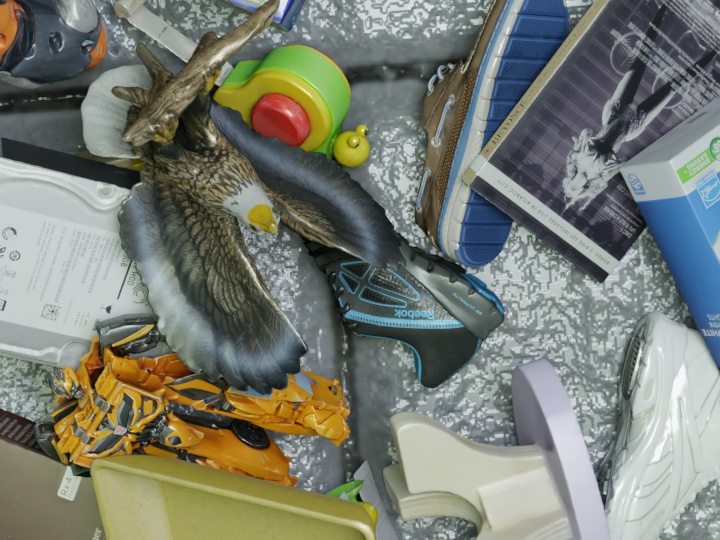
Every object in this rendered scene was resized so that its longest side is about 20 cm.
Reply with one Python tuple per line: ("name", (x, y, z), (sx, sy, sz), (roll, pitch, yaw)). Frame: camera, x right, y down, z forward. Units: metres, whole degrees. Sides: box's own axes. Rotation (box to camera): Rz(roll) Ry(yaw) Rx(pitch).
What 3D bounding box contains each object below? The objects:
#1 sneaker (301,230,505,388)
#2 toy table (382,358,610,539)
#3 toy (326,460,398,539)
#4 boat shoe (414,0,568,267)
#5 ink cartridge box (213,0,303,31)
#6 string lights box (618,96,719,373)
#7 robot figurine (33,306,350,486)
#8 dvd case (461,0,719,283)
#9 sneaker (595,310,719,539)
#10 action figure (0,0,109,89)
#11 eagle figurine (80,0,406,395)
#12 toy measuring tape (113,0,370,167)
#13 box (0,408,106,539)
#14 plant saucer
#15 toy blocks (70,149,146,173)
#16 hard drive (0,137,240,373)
("sneaker", (0.000, 0.000, 1.306), (0.200, 0.073, 0.082), (37, 98, -2))
("toy table", (0.093, 0.166, 1.279), (0.117, 0.184, 0.201), (-17, 103, -8))
("toy", (0.016, 0.241, 1.315), (0.047, 0.115, 0.201), (-19, 96, 15))
("boat shoe", (0.077, -0.107, 1.286), (0.072, 0.072, 0.201), (28, 107, 42))
("ink cartridge box", (-0.094, -0.212, 1.220), (0.136, 0.200, 0.077), (23, 96, -2))
("string lights box", (0.264, -0.008, 1.276), (0.103, 0.059, 0.201), (-35, 104, -26))
("robot figurine", (-0.112, 0.098, 1.264), (0.199, 0.058, 0.145), (15, 122, -33))
("dvd case", (0.175, -0.104, 1.280), (0.148, 0.016, 0.200), (33, 96, -37))
("sneaker", (0.216, 0.134, 1.317), (0.099, 0.078, 0.201), (14, 97, -4))
("action figure", (-0.244, -0.136, 1.242), (0.200, 0.193, 0.105), (-42, 74, 40))
("eagle figurine", (-0.077, -0.042, 1.184), (0.151, 0.151, 0.200), (-17, 132, 15))
("toy measuring tape", (-0.072, -0.139, 1.291), (0.200, 0.074, 0.074), (37, 96, -3))
("box", (-0.220, 0.166, 1.331), (0.199, 0.075, 0.101), (20, 98, 1))
("plant saucer", (-0.063, 0.202, 1.236), (0.199, 0.048, 0.201), (10, 129, 23))
("toy blocks", (-0.165, -0.013, 1.306), (0.199, 0.100, 0.137), (-14, 109, -4))
("hard drive", (-0.191, -0.005, 1.241), (0.199, 0.038, 0.140), (14, 114, -20))
